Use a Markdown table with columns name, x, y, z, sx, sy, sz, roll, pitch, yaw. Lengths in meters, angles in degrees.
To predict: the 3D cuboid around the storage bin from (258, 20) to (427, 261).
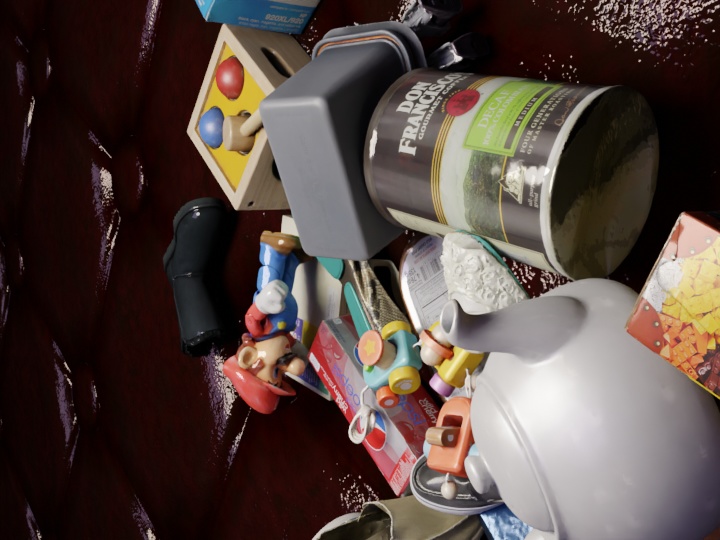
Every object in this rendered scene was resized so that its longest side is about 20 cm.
| name | x | y | z | sx | sy | sz | roll | pitch | yaw |
| --- | --- | --- | --- | --- | --- | --- | --- | --- | --- |
| storage bin | -0.016 | -0.112 | 0.738 | 0.144 | 0.134 | 0.203 | 6 | 124 | 37 |

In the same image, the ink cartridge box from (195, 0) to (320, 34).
| name | x | y | z | sx | sy | sz | roll | pitch | yaw |
| --- | --- | --- | --- | --- | --- | --- | --- | --- | --- |
| ink cartridge box | -0.103 | -0.401 | 0.873 | 0.200 | 0.143 | 0.149 | -48 | 59 | 40 |

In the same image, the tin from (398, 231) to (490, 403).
| name | x | y | z | sx | sy | sz | roll | pitch | yaw |
| --- | --- | --- | --- | --- | --- | --- | --- | --- | --- |
| tin | 0.099 | 0.049 | 0.764 | 0.112 | 0.041 | 0.203 | -41 | 63 | 48 |

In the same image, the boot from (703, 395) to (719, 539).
| name | x | y | z | sx | sy | sz | roll | pitch | yaw |
| --- | --- | --- | --- | --- | --- | --- | --- | --- | --- |
| boot | 0.266 | 0.152 | 0.577 | 0.187 | 0.068 | 0.203 | 23 | 118 | 38 |

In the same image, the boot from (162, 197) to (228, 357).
| name | x | y | z | sx | sy | sz | roll | pitch | yaw |
| --- | --- | --- | --- | --- | --- | --- | --- | --- | --- |
| boot | -0.222 | 0.016 | 1.103 | 0.200 | 0.075 | 0.170 | -49 | 54 | 48 |

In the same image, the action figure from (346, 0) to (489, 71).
| name | x | y | z | sx | sy | sz | roll | pitch | yaw |
| --- | --- | --- | --- | --- | --- | --- | --- | --- | --- |
| action figure | 0.034 | -0.204 | 0.789 | 0.199 | 0.069 | 0.132 | -26 | 91 | 52 |

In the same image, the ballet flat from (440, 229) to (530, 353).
| name | x | y | z | sx | sy | sz | roll | pitch | yaw |
| --- | --- | --- | --- | --- | --- | --- | --- | --- | --- |
| ballet flat | 0.120 | 0.058 | 0.636 | 0.071 | 0.072 | 0.200 | -7 | 131 | 49 |

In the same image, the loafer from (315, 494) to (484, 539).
| name | x | y | z | sx | sy | sz | roll | pitch | yaw |
| --- | --- | --- | --- | --- | --- | --- | --- | --- | --- |
| loafer | 0.039 | 0.247 | 0.731 | 0.075 | 0.198 | 0.069 | 25 | 136 | 58 |

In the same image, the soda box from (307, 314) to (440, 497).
| name | x | y | z | sx | sy | sz | roll | pitch | yaw |
| --- | --- | --- | --- | --- | --- | --- | --- | --- | --- |
| soda box | 0.024 | 0.139 | 0.833 | 0.201 | 0.069 | 0.064 | 53 | 135 | 33 |

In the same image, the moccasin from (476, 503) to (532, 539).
| name | x | y | z | sx | sy | sz | roll | pitch | yaw |
| --- | --- | --- | --- | --- | --- | --- | --- | --- | --- |
| moccasin | 0.158 | 0.244 | 0.691 | 0.080 | 0.068 | 0.202 | -30 | 55 | 13 |

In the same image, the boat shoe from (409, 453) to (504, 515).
| name | x | y | z | sx | sy | sz | roll | pitch | yaw |
| --- | --- | --- | --- | --- | --- | --- | --- | --- | --- |
| boat shoe | 0.127 | 0.168 | 0.661 | 0.197 | 0.066 | 0.071 | -8 | 62 | 26 |

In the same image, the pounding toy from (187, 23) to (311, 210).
| name | x | y | z | sx | sy | sz | roll | pitch | yaw |
| --- | --- | --- | --- | --- | --- | --- | --- | --- | --- |
| pounding toy | -0.117 | -0.178 | 0.913 | 0.201 | 0.141 | 0.185 | 54 | 131 | 31 |

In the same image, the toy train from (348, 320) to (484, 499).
| name | x | y | z | sx | sy | sz | roll | pitch | yaw |
| --- | --- | --- | --- | --- | --- | --- | --- | --- | --- |
| toy train | 0.045 | 0.111 | 0.702 | 0.199 | 0.055 | 0.152 | 1 | 67 | 54 |

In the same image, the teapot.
| name | x | y | z | sx | sy | sz | roll | pitch | yaw |
| --- | --- | --- | --- | --- | --- | --- | --- | --- | --- |
| teapot | 0.141 | 0.115 | 0.525 | 0.198 | 0.144 | 0.202 | 75 | 170 | -71 |

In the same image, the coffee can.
| name | x | y | z | sx | sy | sz | roll | pitch | yaw |
| --- | --- | --- | --- | --- | --- | --- | --- | --- | --- |
| coffee can | 0.120 | -0.086 | 0.642 | 0.199 | 0.145 | 0.149 | 21 | 109 | 46 |

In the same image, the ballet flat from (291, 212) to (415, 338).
| name | x | y | z | sx | sy | sz | roll | pitch | yaw |
| --- | --- | --- | --- | --- | --- | --- | --- | --- | --- |
| ballet flat | 0.000 | 0.000 | 0.846 | 0.202 | 0.075 | 0.068 | 60 | 158 | 13 |

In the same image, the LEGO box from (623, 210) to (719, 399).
| name | x | y | z | sx | sy | sz | roll | pitch | yaw |
| --- | --- | --- | --- | --- | --- | --- | --- | --- | --- |
| LEGO box | 0.271 | 0.031 | 0.435 | 0.149 | 0.198 | 0.078 | 40 | 123 | 39 |

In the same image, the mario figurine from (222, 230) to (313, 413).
| name | x | y | z | sx | sy | sz | roll | pitch | yaw |
| --- | --- | --- | --- | --- | --- | --- | --- | --- | --- |
| mario figurine | -0.084 | 0.064 | 0.885 | 0.105 | 0.122 | 0.203 | 6 | 84 | 52 |

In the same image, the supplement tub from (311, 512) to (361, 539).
| name | x | y | z | sx | sy | sz | roll | pitch | yaw |
| --- | --- | --- | --- | --- | --- | --- | --- | --- | --- |
| supplement tub | 0.038 | 0.348 | 0.782 | 0.198 | 0.143 | 0.147 | 11 | 102 | 48 |

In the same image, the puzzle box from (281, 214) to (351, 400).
| name | x | y | z | sx | sy | sz | roll | pitch | yaw |
| --- | --- | --- | --- | --- | --- | --- | --- | --- | --- |
| puzzle box | -0.059 | 0.043 | 0.957 | 0.132 | 0.025 | 0.203 | 21 | 110 | 46 |
